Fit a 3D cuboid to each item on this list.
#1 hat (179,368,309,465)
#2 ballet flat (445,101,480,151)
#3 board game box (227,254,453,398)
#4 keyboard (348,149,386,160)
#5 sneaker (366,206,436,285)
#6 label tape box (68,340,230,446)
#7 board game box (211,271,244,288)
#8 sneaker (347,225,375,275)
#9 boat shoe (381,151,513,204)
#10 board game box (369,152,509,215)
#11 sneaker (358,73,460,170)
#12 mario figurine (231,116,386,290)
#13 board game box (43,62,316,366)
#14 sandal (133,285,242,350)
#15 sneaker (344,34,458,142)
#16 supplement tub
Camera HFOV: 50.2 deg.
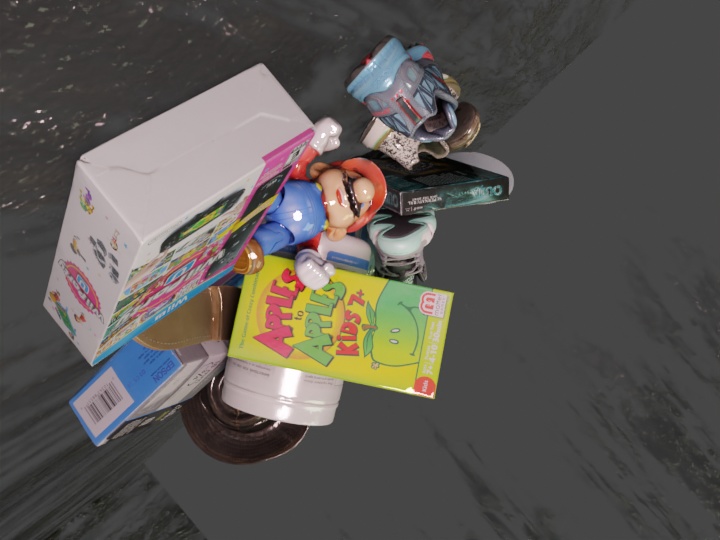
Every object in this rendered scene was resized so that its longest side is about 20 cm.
[{"bbox_3d":[-0.144,0.133,0.947,0.200,0.201,0.081,-41,161,-9],"label":"hat"},{"bbox_3d":[0.121,-0.185,1.042,0.068,0.046,0.200,-57,-164,-5],"label":"ballet flat"},{"bbox_3d":[-0.018,0.053,0.740,0.048,0.198,0.103,85,16,-83],"label":"board game box"},{"bbox_3d":[0.005,-0.149,1.070,0.200,0.021,0.127,-42,180,-33],"label":"keyboard"},{"bbox_3d":[0.050,-0.009,0.891,0.077,0.141,0.200,-1,-162,6],"label":"sneaker"},{"bbox_3d":[-0.208,0.112,0.876,0.144,0.063,0.200,-42,169,17],"label":"label tape box"},{"bbox_3d":[-0.178,0.026,0.963,0.200,0.040,0.153,-43,177,19],"label":"board game box"},{"bbox_3d":[0.000,0.000,0.985,0.079,0.131,0.201,-11,-131,37],"label":"sneaker"},{"bbox_3d":[0.112,-0.134,1.092,0.091,0.198,0.072,-108,-158,-84],"label":"boat shoe"},{"bbox_3d":[0.066,-0.107,0.911,0.134,0.028,0.200,-10,-160,-19],"label":"board game box"},{"bbox_3d":[0.078,-0.174,0.947,0.200,0.089,0.077,-40,177,-44],"label":"sneaker"},{"bbox_3d":[-0.039,-0.064,0.701,0.199,0.106,0.124,-24,139,-47],"label":"mario figurine"},{"bbox_3d":[-0.129,-0.031,0.526,0.147,0.064,0.200,-39,176,-36],"label":"board game box"},{"bbox_3d":[-0.184,0.035,0.704,0.069,0.079,0.211,-3,171,23],"label":"sandal"},{"bbox_3d":[0.050,-0.157,0.732,0.079,0.096,0.200,-42,178,22],"label":"sneaker"},{"bbox_3d":[-0.069,0.053,0.835,0.132,0.131,0.202,35,69,-87],"label":"supplement tub"}]
